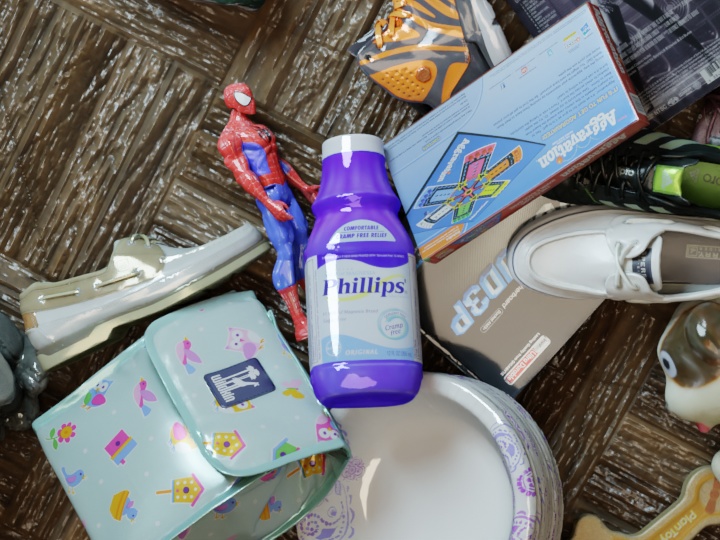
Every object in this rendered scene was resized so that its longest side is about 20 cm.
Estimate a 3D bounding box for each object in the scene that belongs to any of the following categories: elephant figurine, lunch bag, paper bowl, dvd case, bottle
[{"bbox_3d":[-0.311,0.095,1.396,0.155,0.200,0.142,25,101,0],"label":"elephant figurine"},{"bbox_3d":[-0.121,0.129,1.404,0.200,0.122,0.170,-38,57,6],"label":"lunch bag"},{"bbox_3d":[0.059,0.178,1.413,0.201,0.104,0.201,-4,82,29],"label":"paper bowl"},{"bbox_3d":[0.186,-0.204,1.365,0.149,0.016,0.200,-35,92,39],"label":"dvd case"},{"bbox_3d":[0.000,0.000,1.373,0.084,0.065,0.200,-1,75,-7],"label":"bottle"}]

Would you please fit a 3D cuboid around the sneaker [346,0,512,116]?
[{"bbox_3d":[0.032,-0.205,1.385,0.112,0.078,0.200,-24,97,6],"label":"sneaker"}]

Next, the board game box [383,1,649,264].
[{"bbox_3d":[0.108,-0.098,1.350,0.200,0.019,0.103,-33,62,29],"label":"board game box"}]

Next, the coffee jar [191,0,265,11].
[{"bbox_3d":[-0.103,-0.299,1.374,0.104,0.085,0.200,14,101,9],"label":"coffee jar"}]

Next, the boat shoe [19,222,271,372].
[{"bbox_3d":[-0.169,0.005,1.435,0.200,0.075,0.068,-26,86,-3],"label":"boat shoe"}]

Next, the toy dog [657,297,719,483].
[{"bbox_3d":[0.320,0.083,1.388,0.200,0.140,0.194,18,100,3],"label":"toy dog"}]

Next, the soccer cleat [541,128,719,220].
[{"bbox_3d":[0.204,-0.073,1.349,0.200,0.081,0.068,8,98,2],"label":"soccer cleat"}]

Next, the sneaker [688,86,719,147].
[{"bbox_3d":[0.264,-0.150,1.383,0.200,0.076,0.116,40,103,-4],"label":"sneaker"}]

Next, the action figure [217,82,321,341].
[{"bbox_3d":[-0.060,-0.049,1.422,0.052,0.065,0.200,-22,93,32],"label":"action figure"}]

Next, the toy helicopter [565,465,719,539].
[{"bbox_3d":[0.224,0.234,1.453,0.200,0.079,0.132,-41,88,-3],"label":"toy helicopter"}]

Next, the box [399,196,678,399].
[{"bbox_3d":[0.118,-0.021,1.427,0.159,0.046,0.200,42,99,-4],"label":"box"}]

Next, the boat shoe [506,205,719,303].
[{"bbox_3d":[0.208,-0.012,1.367,0.200,0.065,0.074,-5,100,3],"label":"boat shoe"}]
